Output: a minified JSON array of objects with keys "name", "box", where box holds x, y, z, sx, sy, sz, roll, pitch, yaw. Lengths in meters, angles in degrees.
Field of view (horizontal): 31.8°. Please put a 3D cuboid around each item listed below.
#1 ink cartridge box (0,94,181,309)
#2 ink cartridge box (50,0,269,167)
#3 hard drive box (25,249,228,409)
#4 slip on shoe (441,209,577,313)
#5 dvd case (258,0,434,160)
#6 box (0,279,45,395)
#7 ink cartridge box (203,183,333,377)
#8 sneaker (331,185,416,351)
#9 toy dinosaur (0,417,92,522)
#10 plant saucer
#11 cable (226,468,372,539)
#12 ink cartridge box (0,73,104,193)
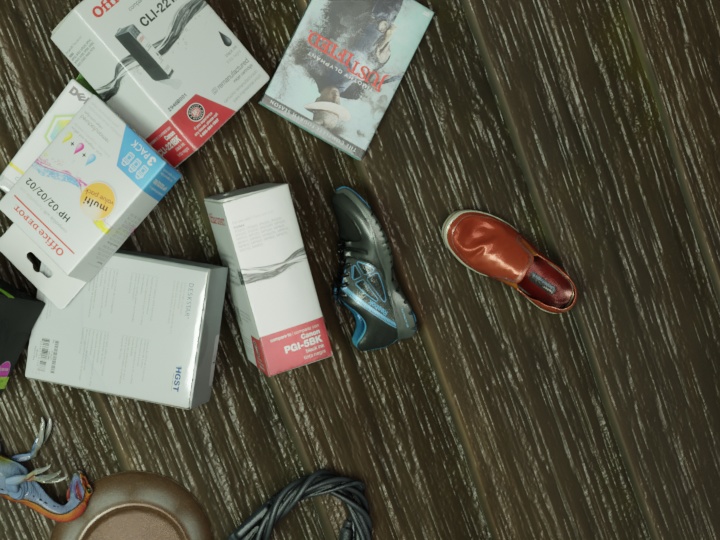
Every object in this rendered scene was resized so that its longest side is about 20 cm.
[{"name":"ink cartridge box","box":[-0.304,-0.071,1.358,0.115,0.068,0.201,41,89,10]},{"name":"ink cartridge box","box":[-0.223,-0.238,1.410,0.200,0.083,0.145,48,56,-11]},{"name":"hard drive box","box":[-0.261,0.058,1.418,0.197,0.077,0.159,10,93,10]},{"name":"slip on shoe","box":[0.189,-0.011,1.559,0.199,0.061,0.075,34,89,-12]},{"name":"dvd case","box":[-0.016,-0.255,1.514,0.145,0.022,0.202,28,89,-13]},{"name":"box","box":[-0.467,0.041,1.339,0.198,0.149,0.126,26,89,9]},{"name":"ink cartridge box","box":[-0.107,0.005,1.449,0.082,0.147,0.203,-16,99,-13]},{"name":"sneaker","box":[0.000,0.000,1.511,0.081,0.073,0.203,-22,98,-8]},{"name":"toy dinosaur","box":[-0.404,0.229,1.451,0.198,0.105,0.182,-29,108,25]},{"name":"plant saucer","box":[-0.270,0.341,1.495,0.197,0.037,0.204,-1,96,-13]},{"name":"cable","box":[-0.061,0.336,1.534,0.199,0.051,0.164,-41,102,-8]},{"name":"ink cartridge box","box":[-0.312,-0.147,1.434,0.103,0.059,0.201,37,86,-13]}]
